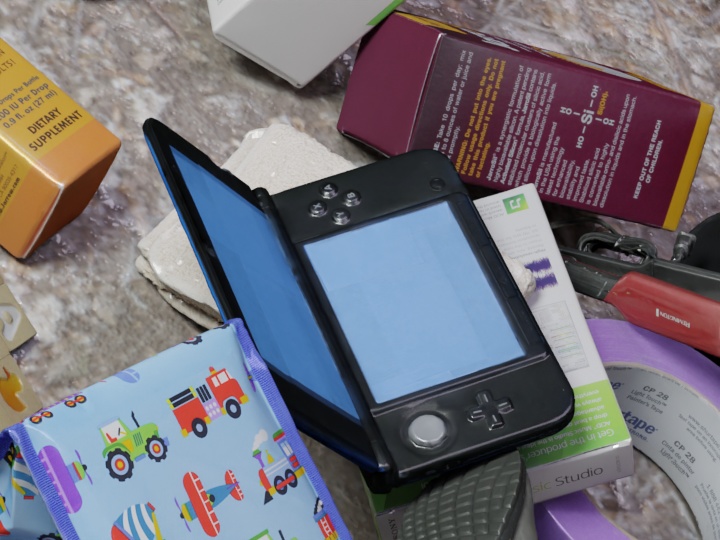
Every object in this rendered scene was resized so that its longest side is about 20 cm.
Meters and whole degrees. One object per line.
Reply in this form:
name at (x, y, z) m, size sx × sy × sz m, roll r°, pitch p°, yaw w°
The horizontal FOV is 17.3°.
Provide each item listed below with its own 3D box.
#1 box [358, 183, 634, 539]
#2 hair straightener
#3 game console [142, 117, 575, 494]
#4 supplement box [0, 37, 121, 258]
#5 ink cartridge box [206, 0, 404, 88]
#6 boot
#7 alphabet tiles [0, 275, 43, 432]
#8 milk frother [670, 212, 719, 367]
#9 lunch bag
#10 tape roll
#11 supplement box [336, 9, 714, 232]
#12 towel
box at (0.056, 0.049, 1.317) m, size 0.144 × 0.036 × 0.200 m, roll -16°, pitch 47°, yaw -1°
hair straightener at (0.168, 0.005, 1.420) m, size 0.077 × 0.041 × 0.200 m, roll -26°, pitch 27°, yaw -37°
game console at (0.000, 0.000, 1.219) m, size 0.170 × 0.119 × 0.200 m, roll -18°, pitch 54°, yaw -11°
supplement box at (-0.232, -0.101, 1.306) m, size 0.200 × 0.069 × 0.067 m, roll 38°, pitch 39°, yaw 5°
ink cartridge box at (-0.031, -0.240, 1.489) m, size 0.084 × 0.145 × 0.200 m, roll 28°, pitch 36°, yaw -38°
boot at (0.074, 0.189, 1.173) m, size 0.131 × 0.068 × 0.200 m, roll 59°, pitch 19°, yaw -25°
alphabet tiles at (-0.232, 0.020, 1.175) m, size 0.167 × 0.006 × 0.200 m, roll 57°, pitch 25°, yaw -3°
milk frother at (0.323, 0.020, 1.440) m, size 0.200 × 0.188 × 0.181 m, roll -43°, pitch 109°, yaw -14°
lunch bag at (-0.070, 0.144, 1.059) m, size 0.150 × 0.094 × 0.200 m, roll -25°, pitch 78°, yaw -47°
tape roll at (0.157, 0.126, 1.362) m, size 0.199 × 0.066 × 0.201 m, roll 18°, pitch 44°, yaw -19°
supplement box at (0.102, -0.095, 1.476) m, size 0.199 × 0.086 × 0.110 m, roll 12°, pitch 10°, yaw -26°
towel at (-0.016, 0.000, 1.314) m, size 0.200 × 0.035 × 0.133 m, roll 30°, pitch 60°, yaw 24°
